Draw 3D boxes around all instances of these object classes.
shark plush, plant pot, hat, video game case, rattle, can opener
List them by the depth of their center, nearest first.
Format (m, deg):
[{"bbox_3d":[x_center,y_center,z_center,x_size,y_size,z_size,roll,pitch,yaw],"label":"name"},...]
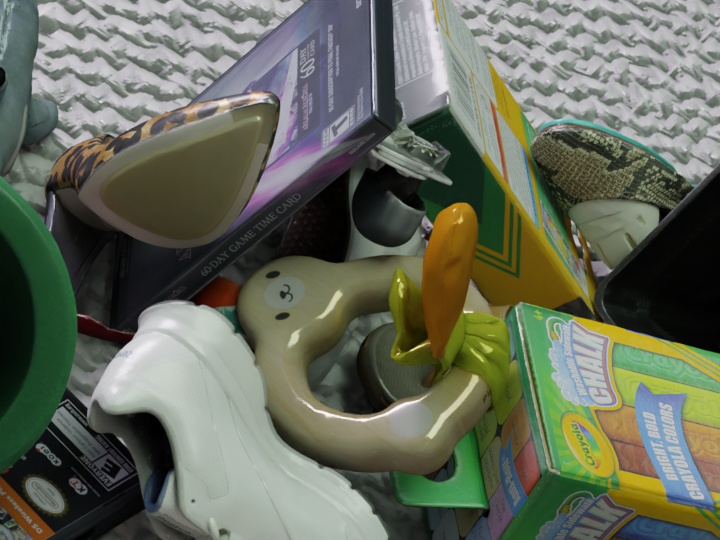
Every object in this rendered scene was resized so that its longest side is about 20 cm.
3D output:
[{"bbox_3d":[-0.221,0.073,1.373,0.200,0.026,0.181,43,38,14],"label":"video game case"},{"bbox_3d":[-0.213,0.026,1.375,0.200,0.166,0.176,42,-3,-7],"label":"hat"},{"bbox_3d":[-0.031,0.012,1.421,0.199,0.131,0.143,26,-13,29],"label":"rattle"},{"bbox_3d":[-0.057,-0.064,1.502,0.019,0.200,0.143,36,32,-28],"label":"video game case"},{"bbox_3d":[-0.209,-0.085,1.512,0.091,0.083,0.200,28,37,-4],"label":"shark plush"},{"bbox_3d":[-0.013,-0.069,1.523,0.053,0.067,0.200,21,9,-28],"label":"can opener"},{"bbox_3d":[0.290,0.031,1.639,0.177,0.200,0.200,15,34,-55],"label":"plant pot"}]

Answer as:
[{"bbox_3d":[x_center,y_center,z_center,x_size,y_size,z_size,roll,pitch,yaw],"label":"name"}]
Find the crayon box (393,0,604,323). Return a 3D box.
[{"bbox_3d":[0.068,-0.058,1.643,0.200,0.051,0.126,52,20,-39],"label":"crayon box"}]

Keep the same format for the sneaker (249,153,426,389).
[{"bbox_3d":[0.000,0.000,1.572,0.085,0.073,0.201,45,43,-29],"label":"sneaker"}]

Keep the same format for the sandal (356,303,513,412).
[{"bbox_3d":[0.086,0.052,1.583,0.199,0.055,0.082,6,43,-30],"label":"sandal"}]

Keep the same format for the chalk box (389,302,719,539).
[{"bbox_3d":[0.109,0.108,1.477,0.199,0.124,0.125,14,40,-22],"label":"chalk box"}]

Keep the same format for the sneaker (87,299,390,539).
[{"bbox_3d":[-0.059,0.113,1.384,0.200,0.074,0.087,50,47,-5],"label":"sneaker"}]

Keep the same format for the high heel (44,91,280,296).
[{"bbox_3d":[-0.100,-0.066,1.474,0.071,0.200,0.143,39,37,-19],"label":"high heel"}]

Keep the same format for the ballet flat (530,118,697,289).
[{"bbox_3d":[0.170,-0.028,1.691,0.200,0.068,0.076,22,63,-49],"label":"ballet flat"}]
